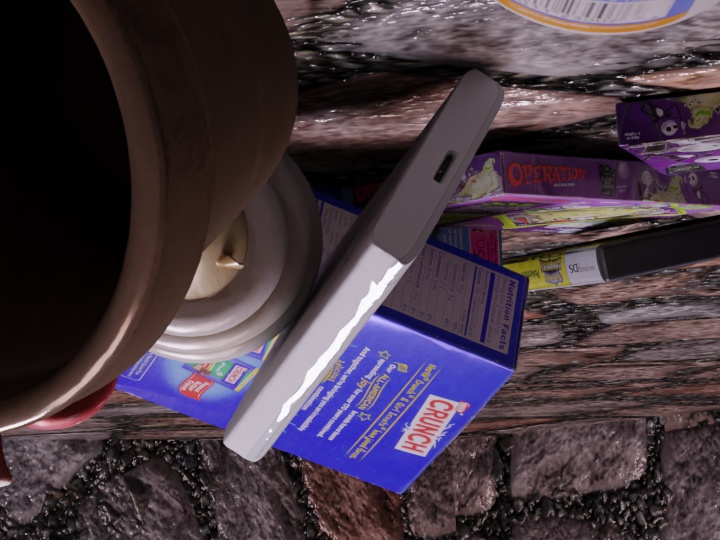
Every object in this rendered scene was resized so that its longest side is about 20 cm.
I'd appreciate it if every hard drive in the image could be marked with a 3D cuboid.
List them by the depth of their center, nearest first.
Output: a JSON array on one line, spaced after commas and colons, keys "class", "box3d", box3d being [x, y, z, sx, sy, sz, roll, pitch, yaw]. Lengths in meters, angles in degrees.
[{"class": "hard drive", "box3d": [0.000, 0.000, 1.387, 0.027, 0.132, 0.200, 33, 140, -4]}]

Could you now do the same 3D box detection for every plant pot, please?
[{"class": "plant pot", "box3d": [-0.110, -0.058, 0.982, 0.200, 0.200, 0.175, -8, -170, 32]}]

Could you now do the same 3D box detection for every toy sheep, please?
[{"class": "toy sheep", "box3d": [-0.081, -0.017, 1.414, 0.138, 0.138, 0.200, -4, 173, 7]}]

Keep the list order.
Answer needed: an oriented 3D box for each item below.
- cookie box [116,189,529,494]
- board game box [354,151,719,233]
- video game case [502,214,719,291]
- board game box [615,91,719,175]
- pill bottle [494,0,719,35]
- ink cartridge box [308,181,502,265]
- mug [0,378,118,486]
[{"class": "cookie box", "box3d": [-0.027, 0.036, 1.619, 0.200, 0.075, 0.171, 22, 143, -13]}, {"class": "board game box", "box3d": [0.107, -0.045, 1.637, 0.120, 0.032, 0.200, -4, 176, 44]}, {"class": "video game case", "box3d": [0.210, -0.018, 1.794, 0.200, 0.026, 0.181, -11, 180, -19]}, {"class": "board game box", "box3d": [0.248, -0.081, 1.489, 0.200, 0.032, 0.120, -6, 177, 18]}, {"class": "pill bottle", "box3d": [0.069, -0.130, 0.666, 0.112, 0.112, 0.200, -3, 172, -2]}, {"class": "ink cartridge box", "box3d": [-0.024, -0.007, 1.750, 0.200, 0.076, 0.136, 2, 170, -44]}, {"class": "mug", "box3d": [-0.207, -0.003, 1.201, 0.133, 0.200, 0.177, -10, 171, 39]}]
